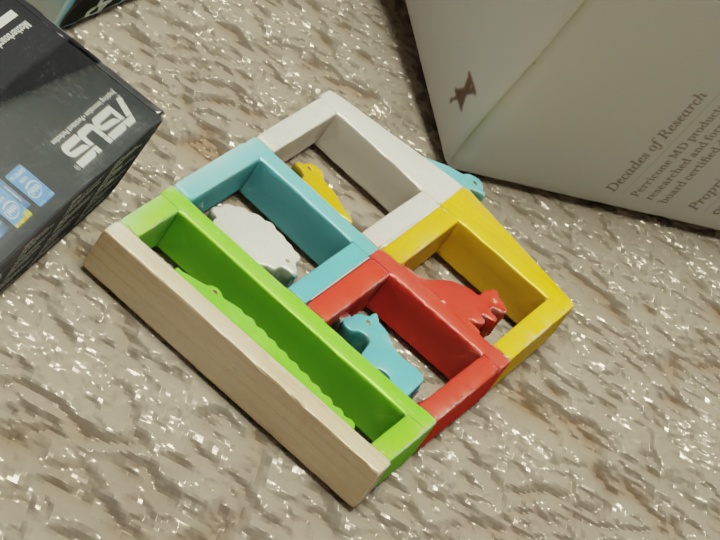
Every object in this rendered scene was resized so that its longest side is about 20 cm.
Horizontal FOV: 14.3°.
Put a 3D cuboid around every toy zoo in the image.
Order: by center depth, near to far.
[{"bbox_3d":[0.000,0.000,1.073,0.131,0.020,0.200,42,34,9],"label":"toy zoo"}]

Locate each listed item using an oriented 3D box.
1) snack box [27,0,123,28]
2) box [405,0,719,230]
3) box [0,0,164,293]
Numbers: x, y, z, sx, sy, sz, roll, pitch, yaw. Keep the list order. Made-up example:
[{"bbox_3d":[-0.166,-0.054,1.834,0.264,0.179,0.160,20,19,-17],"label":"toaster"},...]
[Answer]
[{"bbox_3d":[-0.105,-0.169,1.174,0.116,0.037,0.200,42,33,10],"label":"snack box"},{"bbox_3d":[0.132,-0.159,1.210,0.171,0.200,0.199,11,48,-29],"label":"box"},{"bbox_3d":[-0.176,-0.050,0.953,0.161,0.049,0.200,40,33,1],"label":"box"}]
